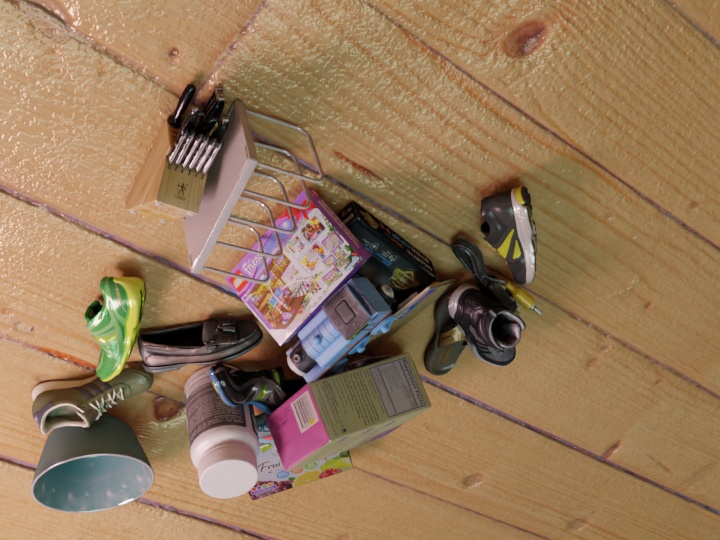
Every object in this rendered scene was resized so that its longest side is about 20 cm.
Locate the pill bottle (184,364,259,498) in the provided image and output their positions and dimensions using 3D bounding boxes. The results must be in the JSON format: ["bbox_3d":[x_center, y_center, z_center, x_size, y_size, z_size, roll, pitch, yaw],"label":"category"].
[{"bbox_3d":[-0.225,0.261,1.737,0.112,0.201,0.114,-8,132,-9],"label":"pill bottle"}]

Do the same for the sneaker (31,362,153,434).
[{"bbox_3d":[-0.429,0.214,1.712,0.198,0.090,0.068,-11,132,-7],"label":"sneaker"}]

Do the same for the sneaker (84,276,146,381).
[{"bbox_3d":[-0.382,0.083,1.634,0.083,0.074,0.201,17,124,-6],"label":"sneaker"}]

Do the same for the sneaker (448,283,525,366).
[{"bbox_3d":[0.225,0.110,1.743,0.076,0.114,0.200,-47,130,-9],"label":"sneaker"}]

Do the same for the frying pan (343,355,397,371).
[{"bbox_3d":[0.002,0.164,1.797,0.189,0.031,0.114,13,150,-43],"label":"frying pan"}]

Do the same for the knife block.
[{"bbox_3d":[-0.248,-0.164,1.463,0.063,0.178,0.199,17,169,-27],"label":"knife block"}]

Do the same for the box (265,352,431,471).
[{"bbox_3d":[-0.021,0.226,1.704,0.198,0.098,0.176,-13,162,-33],"label":"box"}]

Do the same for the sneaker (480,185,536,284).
[{"bbox_3d":[0.235,-0.056,1.689,0.084,0.075,0.201,-2,136,13],"label":"sneaker"}]

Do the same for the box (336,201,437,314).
[{"bbox_3d":[0.000,0.000,1.676,0.159,0.046,0.199,-39,130,19],"label":"box"}]

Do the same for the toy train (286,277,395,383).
[{"bbox_3d":[-0.034,0.092,1.623,0.200,0.087,0.114,-43,162,18],"label":"toy train"}]

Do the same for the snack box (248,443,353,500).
[{"bbox_3d":[-0.126,0.330,1.926,0.198,0.053,0.143,-19,131,1],"label":"snack box"}]

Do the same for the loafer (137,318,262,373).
[{"bbox_3d":[-0.256,0.110,1.688,0.198,0.072,0.063,-14,127,0],"label":"loafer"}]

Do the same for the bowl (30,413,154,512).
[{"bbox_3d":[-0.446,0.310,1.769,0.198,0.106,0.202,-9,145,-7],"label":"bowl"}]

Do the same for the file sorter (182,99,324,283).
[{"bbox_3d":[-0.150,-0.103,1.481,0.123,0.139,0.201,13,126,-28],"label":"file sorter"}]

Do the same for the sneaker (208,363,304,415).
[{"bbox_3d":[-0.166,0.181,1.717,0.083,0.071,0.199,-43,140,21],"label":"sneaker"}]

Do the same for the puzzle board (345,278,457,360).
[{"bbox_3d":[0.059,0.078,1.726,0.200,0.017,0.150,-41,169,19],"label":"puzzle board"}]

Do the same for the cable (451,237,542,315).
[{"bbox_3d":[0.213,0.010,1.750,0.200,0.097,0.050,48,70,-22],"label":"cable"}]

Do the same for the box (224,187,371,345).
[{"bbox_3d":[-0.095,-0.004,1.592,0.200,0.137,0.039,-46,170,24],"label":"box"}]

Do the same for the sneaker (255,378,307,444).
[{"bbox_3d":[-0.118,0.229,1.841,0.198,0.079,0.096,-18,115,-4],"label":"sneaker"}]

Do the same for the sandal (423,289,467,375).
[{"bbox_3d":[0.157,0.114,1.814,0.081,0.055,0.201,2,129,-20],"label":"sandal"}]
